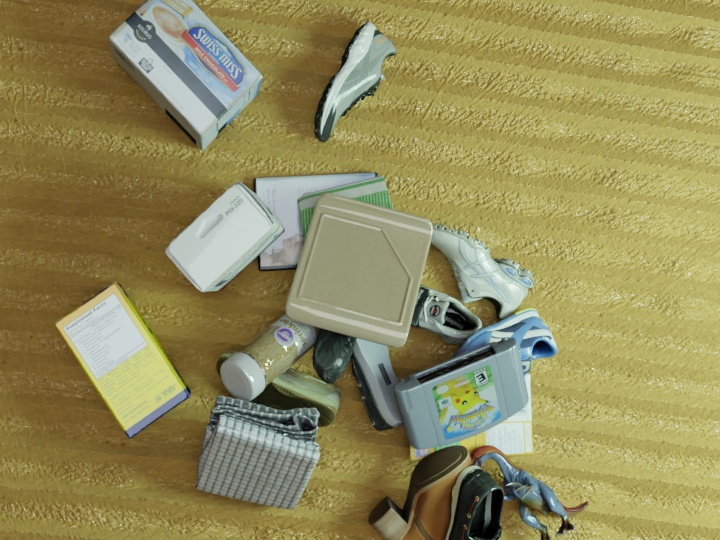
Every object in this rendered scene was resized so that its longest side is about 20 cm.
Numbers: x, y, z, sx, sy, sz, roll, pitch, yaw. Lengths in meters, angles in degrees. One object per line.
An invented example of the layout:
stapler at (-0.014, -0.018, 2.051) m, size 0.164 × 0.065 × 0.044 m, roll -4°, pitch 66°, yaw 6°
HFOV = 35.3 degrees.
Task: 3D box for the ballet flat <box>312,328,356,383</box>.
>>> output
ballet flat at (-0.025, 0.075, 1.703) m, size 0.065 × 0.057 × 0.202 m, roll 18°, pitch 61°, yaw 13°

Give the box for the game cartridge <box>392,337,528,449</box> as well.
game cartridge at (0.154, 0.190, 1.691) m, size 0.197 × 0.041 × 0.135 m, roll -21°, pitch 126°, yaw -5°

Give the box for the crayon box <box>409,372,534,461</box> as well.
crayon box at (0.167, 0.227, 1.766) m, size 0.196 × 0.052 × 0.128 m, roll -2°, pitch 88°, yaw -9°

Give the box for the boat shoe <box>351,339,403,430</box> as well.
boat shoe at (0.013, 0.150, 1.742) m, size 0.068 × 0.056 × 0.203 m, roll -5°, pitch 69°, yaw -47°

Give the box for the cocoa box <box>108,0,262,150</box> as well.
cocoa box at (-0.260, -0.305, 1.691) m, size 0.131 × 0.133 × 0.200 m, roll -45°, pitch 94°, yaw -8°

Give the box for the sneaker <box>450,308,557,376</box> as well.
sneaker at (0.218, 0.129, 1.734) m, size 0.198 × 0.074 × 0.083 m, roll -26°, pitch 59°, yaw -24°

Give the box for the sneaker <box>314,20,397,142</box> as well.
sneaker at (-0.010, -0.286, 1.758) m, size 0.079 × 0.074 × 0.202 m, roll 30°, pitch 83°, yaw -10°

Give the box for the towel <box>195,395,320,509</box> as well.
towel at (-0.151, 0.263, 1.653) m, size 0.163 × 0.201 × 0.087 m, roll 15°, pitch 50°, yaw -6°

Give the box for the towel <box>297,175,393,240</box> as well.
towel at (-0.007, -0.040, 1.716) m, size 0.150 × 0.023 × 0.203 m, roll -12°, pitch 67°, yaw -8°

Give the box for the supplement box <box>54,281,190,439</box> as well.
supplement box at (-0.348, 0.130, 1.670) m, size 0.108 × 0.109 × 0.202 m, roll -33°, pitch 93°, yaw -8°

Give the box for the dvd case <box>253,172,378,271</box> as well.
dvd case at (-0.065, -0.077, 1.765) m, size 0.196 × 0.018 × 0.145 m, roll -3°, pitch 87°, yaw -8°

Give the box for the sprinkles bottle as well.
sprinkles bottle at (-0.120, 0.113, 1.677) m, size 0.069 × 0.068 × 0.200 m, roll 53°, pitch 49°, yaw -3°

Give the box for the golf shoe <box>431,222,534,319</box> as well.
golf shoe at (0.172, 0.001, 1.769) m, size 0.198 × 0.078 × 0.098 m, roll 31°, pitch 89°, yaw -4°

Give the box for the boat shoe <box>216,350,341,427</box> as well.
boat shoe at (-0.124, 0.170, 1.728) m, size 0.198 × 0.074 × 0.064 m, roll 22°, pitch 41°, yaw -3°

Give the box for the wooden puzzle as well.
wooden puzzle at (0.000, 0.000, 1.670) m, size 0.182 × 0.037 × 0.203 m, roll 14°, pitch 71°, yaw 4°

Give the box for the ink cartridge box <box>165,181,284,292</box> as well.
ink cartridge box at (-0.192, -0.046, 1.643) m, size 0.145 × 0.200 × 0.085 m, roll -43°, pitch 88°, yaw 0°

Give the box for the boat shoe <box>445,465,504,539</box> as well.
boat shoe at (0.172, 0.392, 1.685) m, size 0.073 × 0.063 × 0.205 m, roll -14°, pitch 120°, yaw -32°

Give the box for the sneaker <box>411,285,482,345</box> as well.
sneaker at (0.099, 0.055, 1.745) m, size 0.197 × 0.089 × 0.075 m, roll 19°, pitch 78°, yaw -7°

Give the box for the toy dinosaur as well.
toy dinosaur at (0.244, 0.341, 1.750) m, size 0.104 × 0.199 × 0.183 m, roll -35°, pitch 83°, yaw 28°

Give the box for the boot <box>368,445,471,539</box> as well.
boot at (0.128, 0.369, 1.724) m, size 0.200 × 0.074 × 0.155 m, roll -41°, pitch 109°, yaw 17°
